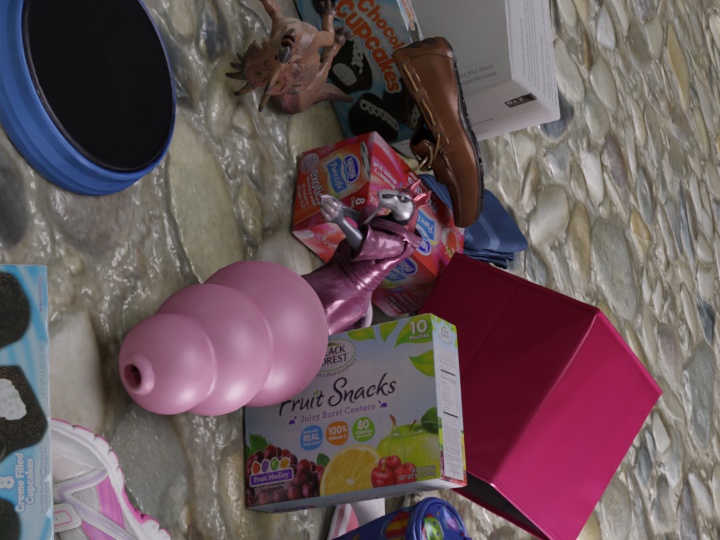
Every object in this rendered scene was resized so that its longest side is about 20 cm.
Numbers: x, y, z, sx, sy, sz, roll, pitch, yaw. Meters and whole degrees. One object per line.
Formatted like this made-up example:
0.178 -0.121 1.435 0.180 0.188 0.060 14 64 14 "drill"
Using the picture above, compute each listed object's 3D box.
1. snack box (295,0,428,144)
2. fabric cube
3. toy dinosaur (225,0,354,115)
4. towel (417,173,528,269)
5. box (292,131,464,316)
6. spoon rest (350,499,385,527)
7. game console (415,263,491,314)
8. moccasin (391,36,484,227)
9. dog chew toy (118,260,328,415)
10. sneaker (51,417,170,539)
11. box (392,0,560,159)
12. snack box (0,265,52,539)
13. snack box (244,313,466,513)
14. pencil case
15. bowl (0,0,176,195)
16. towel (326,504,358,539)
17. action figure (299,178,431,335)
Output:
0.011 -0.234 1.445 0.037 0.116 0.201 -42 114 -58 "snack box"
0.153 0.134 1.380 0.200 0.200 0.196 -57 137 -10 "fabric cube"
-0.069 -0.197 1.333 0.200 0.085 0.136 59 40 -59 "toy dinosaur"
0.124 -0.059 1.622 0.200 0.049 0.112 4 49 -59 "towel"
0.023 -0.044 1.407 0.200 0.095 0.100 42 45 -46 "box"
-0.012 0.192 1.247 0.061 0.099 0.201 -5 86 -58 "spoon rest"
0.132 0.097 1.621 0.172 0.119 0.200 44 30 5 "game console"
0.079 -0.136 1.388 0.074 0.077 0.202 -113 -175 -63 "moccasin"
-0.116 0.063 1.100 0.200 0.124 0.125 -19 94 -53 "dog chew toy"
-0.201 0.181 0.932 0.200 0.081 0.088 57 33 -30 "sneaker"
0.108 -0.257 1.539 0.131 0.198 0.201 26 57 -54 "box"
-0.255 0.097 0.844 0.116 0.037 0.201 1 74 -22 "snack box"
-0.009 0.127 1.170 0.053 0.199 0.143 26 56 -53 "snack box"
0.011 0.257 1.147 0.087 0.200 0.078 28 47 -36 "pencil case"
-0.220 -0.162 1.084 0.200 0.039 0.202 33 50 -51 "bowl"
0.017 0.320 1.317 0.200 0.030 0.147 52 37 -33 "towel"
0.000 0.000 1.239 0.149 0.200 0.134 46 19 -4 "action figure"
